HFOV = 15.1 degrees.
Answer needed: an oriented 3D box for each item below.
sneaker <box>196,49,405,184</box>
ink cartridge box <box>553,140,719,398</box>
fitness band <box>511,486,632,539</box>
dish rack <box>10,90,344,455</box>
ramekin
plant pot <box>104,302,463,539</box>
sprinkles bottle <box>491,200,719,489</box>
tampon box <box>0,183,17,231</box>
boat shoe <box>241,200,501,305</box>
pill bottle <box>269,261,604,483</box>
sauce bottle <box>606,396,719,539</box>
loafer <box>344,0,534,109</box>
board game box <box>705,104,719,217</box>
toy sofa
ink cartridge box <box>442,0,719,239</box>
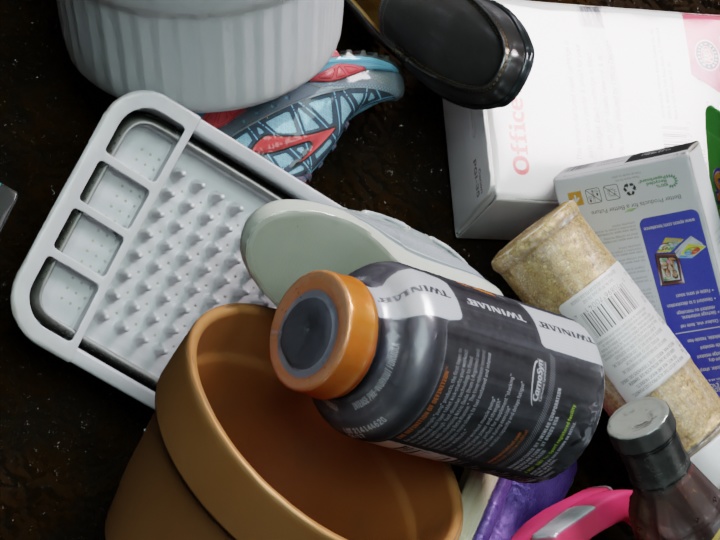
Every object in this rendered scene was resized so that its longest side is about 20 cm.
[{"bbox_3d":[-0.057,-0.081,1.773,0.199,0.079,0.096,-19,91,-18],"label":"sneaker"},{"bbox_3d":[0.195,0.023,1.750,0.037,0.094,0.201,-35,112,-62],"label":"ink cartridge box"},{"bbox_3d":[0.141,0.214,1.675,0.200,0.037,0.145,-21,103,-53],"label":"fitness band"},{"bbox_3d":[-0.108,0.003,1.696,0.199,0.044,0.172,31,79,-19],"label":"dish rack"},{"bbox_3d":[-0.101,-0.185,1.729,0.199,0.098,0.201,-1,37,1],"label":"ramekin"},{"bbox_3d":[-0.058,0.138,1.612,0.200,0.140,0.200,32,28,-19],"label":"plant pot"},{"bbox_3d":[0.167,0.053,1.716,0.068,0.068,0.200,-37,90,-27],"label":"sprinkles bottle"},{"bbox_3d":[-0.329,-0.010,1.609,0.199,0.126,0.150,27,63,-7],"label":"tampon box"},{"bbox_3d":[0.001,-0.001,1.671,0.200,0.070,0.072,22,17,-35],"label":"boat shoe"},{"bbox_3d":[0.042,0.056,1.595,0.199,0.106,0.107,18,62,-40],"label":"pill bottle"},{"bbox_3d":[0.202,0.168,1.668,0.066,0.066,0.201,-44,124,-28],"label":"sauce bottle"},{"bbox_3d":[0.039,-0.161,1.769,0.072,0.200,0.073,23,98,-38],"label":"loafer"},{"bbox_3d":[0.261,-0.005,1.772,0.030,0.096,0.201,-19,118,-15],"label":"board game box"},{"bbox_3d":[0.078,0.167,1.709,0.097,0.083,0.201,28,63,-6],"label":"toy sofa"},{"bbox_3d":[0.160,-0.098,1.839,0.199,0.083,0.147,2,69,-19],"label":"ink cartridge box"}]
